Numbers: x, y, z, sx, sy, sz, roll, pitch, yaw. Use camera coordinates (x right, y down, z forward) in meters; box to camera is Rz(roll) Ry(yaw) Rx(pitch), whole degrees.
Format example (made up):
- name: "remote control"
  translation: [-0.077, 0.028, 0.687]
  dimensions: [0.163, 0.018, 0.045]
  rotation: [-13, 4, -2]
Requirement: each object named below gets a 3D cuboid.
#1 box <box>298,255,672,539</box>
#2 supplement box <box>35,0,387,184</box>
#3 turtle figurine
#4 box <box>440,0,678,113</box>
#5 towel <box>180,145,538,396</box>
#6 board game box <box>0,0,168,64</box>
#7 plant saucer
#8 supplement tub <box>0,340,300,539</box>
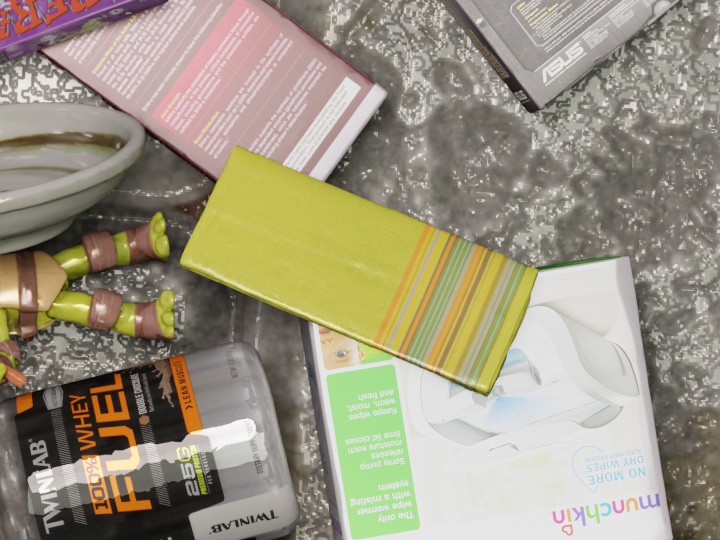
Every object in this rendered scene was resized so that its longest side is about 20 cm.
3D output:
- name: "box"
  translation: [0.074, 0.092, 1.655]
  dimensions: [0.199, 0.097, 0.177]
  rotation: [-8, 90, -5]
- name: "supplement box"
  translation: [-0.095, -0.124, 1.651]
  dimensions: [0.200, 0.061, 0.109]
  rotation: [37, 89, -5]
- name: "turtle figurine"
  translation: [-0.194, 0.018, 1.632]
  dimensions: [0.161, 0.065, 0.201]
  rotation: [-2, 53, -9]
- name: "box"
  translation: [0.136, -0.219, 1.672]
  dimensions: [0.200, 0.048, 0.159]
  rotation: [-39, 93, -3]
- name: "towel"
  translation: [0.000, 0.000, 1.600]
  dimensions: [0.199, 0.018, 0.086]
  rotation: [23, 69, 6]
- name: "board game box"
  translation: [-0.222, -0.182, 1.616]
  dimensions: [0.199, 0.032, 0.120]
  rotation: [-19, 78, 11]
- name: "plant saucer"
  translation: [-0.221, -0.047, 1.573]
  dimensions: [0.199, 0.200, 0.050]
  rotation: [-8, 109, -4]
- name: "supplement tub"
  translation: [-0.144, 0.122, 1.625]
  dimensions: [0.199, 0.123, 0.123]
  rotation: [-15, 93, -4]
